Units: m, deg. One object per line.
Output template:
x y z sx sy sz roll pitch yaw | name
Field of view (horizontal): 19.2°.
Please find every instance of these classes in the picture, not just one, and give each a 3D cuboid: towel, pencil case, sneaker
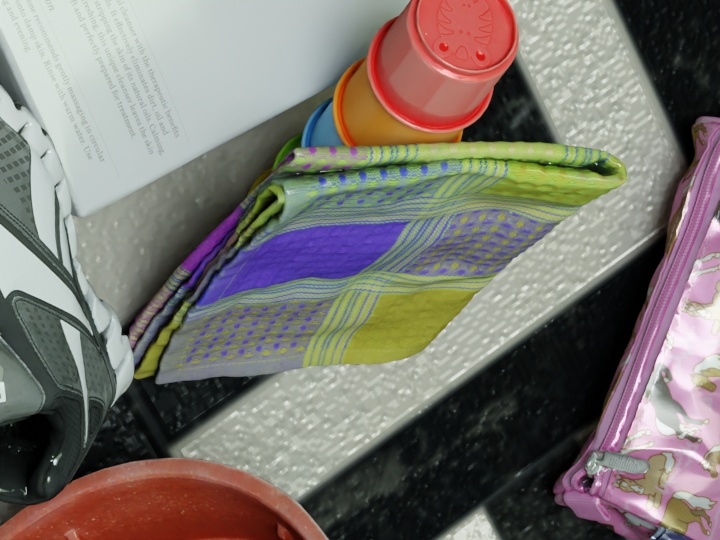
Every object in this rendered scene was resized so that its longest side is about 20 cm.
0.000 0.000 0.825 0.144 0.200 0.023 -3 69 -25 | towel
0.157 0.028 0.957 0.083 0.087 0.200 22 88 4 | pencil case
-0.135 0.009 0.750 0.200 0.066 0.091 70 23 -43 | sneaker

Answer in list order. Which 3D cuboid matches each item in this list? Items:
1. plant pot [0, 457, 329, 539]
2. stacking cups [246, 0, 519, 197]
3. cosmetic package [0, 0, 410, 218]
-0.047 0.204 0.812 0.201 0.201 0.195 -52 140 -9 | plant pot
0.008 -0.055 0.803 0.060 0.200 0.061 7 66 -15 | stacking cups
-0.055 -0.114 0.826 0.200 0.085 0.108 -29 110 -20 | cosmetic package
